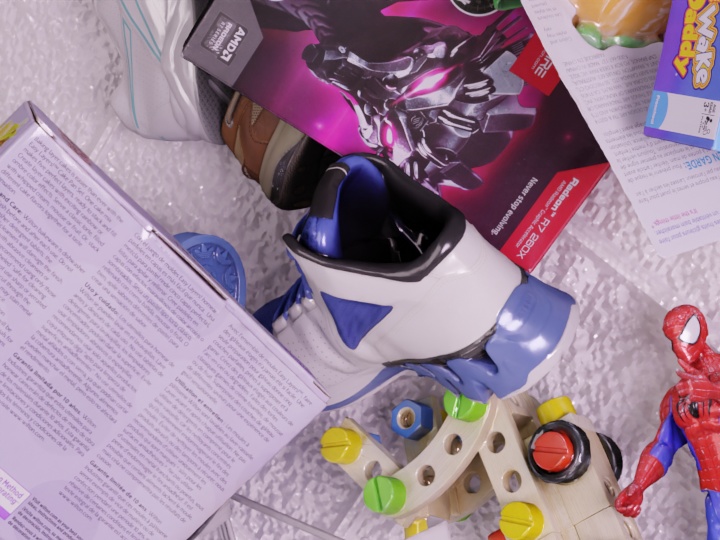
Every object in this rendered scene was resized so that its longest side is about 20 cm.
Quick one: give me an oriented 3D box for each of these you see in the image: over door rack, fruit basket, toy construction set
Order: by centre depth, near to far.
[{"bbox_3d":[0.135,-0.108,0.758,0.094,0.185,0.200,-35,77,51],"label":"fruit basket"},{"bbox_3d":[0.073,0.135,0.837,0.131,0.092,0.200,-33,76,24],"label":"toy construction set"},{"bbox_3d":[-0.029,0.185,0.862,0.200,0.067,0.148,1,111,48],"label":"over door rack"}]

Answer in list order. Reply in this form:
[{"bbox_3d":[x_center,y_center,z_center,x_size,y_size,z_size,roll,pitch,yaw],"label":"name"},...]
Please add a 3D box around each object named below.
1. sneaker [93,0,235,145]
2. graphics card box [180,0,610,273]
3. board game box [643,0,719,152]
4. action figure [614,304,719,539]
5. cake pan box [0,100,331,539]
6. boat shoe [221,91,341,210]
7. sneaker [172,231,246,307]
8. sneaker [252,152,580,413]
[{"bbox_3d":[-0.107,-0.166,0.948,0.080,0.070,0.201,0,91,32],"label":"sneaker"},{"bbox_3d":[0.033,-0.102,0.824,0.200,0.051,0.126,33,109,-10],"label":"graphics card box"},{"bbox_3d":[0.215,-0.101,0.696,0.045,0.200,0.135,23,104,61],"label":"board game box"},{"bbox_3d":[0.155,0.111,0.773,0.065,0.099,0.200,-25,73,39],"label":"action figure"},{"bbox_3d":[-0.140,0.057,0.795,0.184,0.052,0.200,-45,111,3],"label":"cake pan box"},{"bbox_3d":[-0.013,-0.129,0.893,0.074,0.076,0.200,38,107,27],"label":"boat shoe"},{"bbox_3d":[-0.127,0.069,0.888,0.078,0.070,0.200,21,85,52],"label":"sneaker"},{"bbox_3d":[0.000,0.000,0.835,0.199,0.081,0.115,-9,129,51],"label":"sneaker"}]
